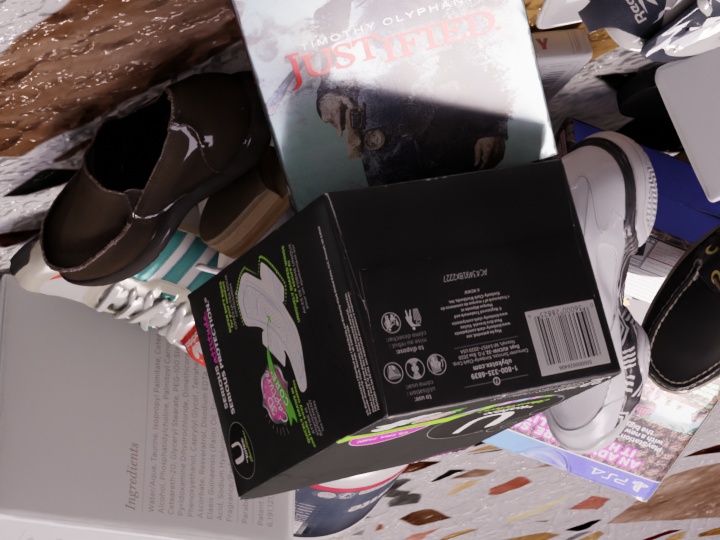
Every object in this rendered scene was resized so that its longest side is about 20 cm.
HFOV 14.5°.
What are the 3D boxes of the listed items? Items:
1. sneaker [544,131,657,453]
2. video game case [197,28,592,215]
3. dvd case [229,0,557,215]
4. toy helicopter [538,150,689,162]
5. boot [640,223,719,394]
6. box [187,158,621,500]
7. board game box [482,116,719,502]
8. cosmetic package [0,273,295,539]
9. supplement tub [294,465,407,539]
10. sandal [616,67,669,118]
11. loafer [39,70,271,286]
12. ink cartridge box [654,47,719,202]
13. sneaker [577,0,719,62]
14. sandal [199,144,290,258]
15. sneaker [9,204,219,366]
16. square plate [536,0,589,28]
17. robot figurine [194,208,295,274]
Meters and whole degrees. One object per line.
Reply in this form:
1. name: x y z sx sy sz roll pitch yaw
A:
1. sneaker: 0.112 0.022 1.672 0.075 0.200 0.115 21 -154 39
2. video game case: 0.017 -0.086 1.690 0.182 0.023 0.200 -7 161 -26
3. dvd case: 0.015 -0.116 1.446 0.146 0.022 0.200 -16 132 0
4. toy helicopter: 0.196 -0.060 1.876 0.200 0.079 0.132 -29 152 5
5. boot: 0.238 -0.002 1.657 0.200 0.073 0.151 -42 178 7
6. box: 0.019 0.034 1.529 0.149 0.124 0.200 -9 169 -28
7. board game box: 0.159 0.027 1.825 0.159 0.097 0.200 21 124 -16
8. cosmetic package: -0.159 0.120 1.837 0.200 0.166 0.167 9 155 -18
9. supplement tub: -0.034 0.114 2.051 0.140 0.140 0.200 -10 161 -18
10. sandal: 0.253 -0.104 1.800 0.200 0.045 0.075 -6 160 -28
11. loafer: -0.130 -0.058 1.586 0.071 0.073 0.200 11 145 -36
12. ink cartridge box: 0.270 -0.116 1.616 0.145 0.085 0.200 -23 -177 24
13. sneaker: 0.173 -0.157 1.422 0.130 0.080 0.199 -23 173 -6
14. sandal: 0.002 -0.074 1.548 0.070 0.078 0.212 30 122 -26
15. sneaker: -0.116 0.012 1.747 0.200 0.093 0.070 -3 158 -36
16. square plate: 0.197 -0.197 1.500 0.200 0.028 0.198 -13 163 -9
17. robot figurine: 0.000 0.000 1.710 0.200 0.113 0.170 -13 123 -10
